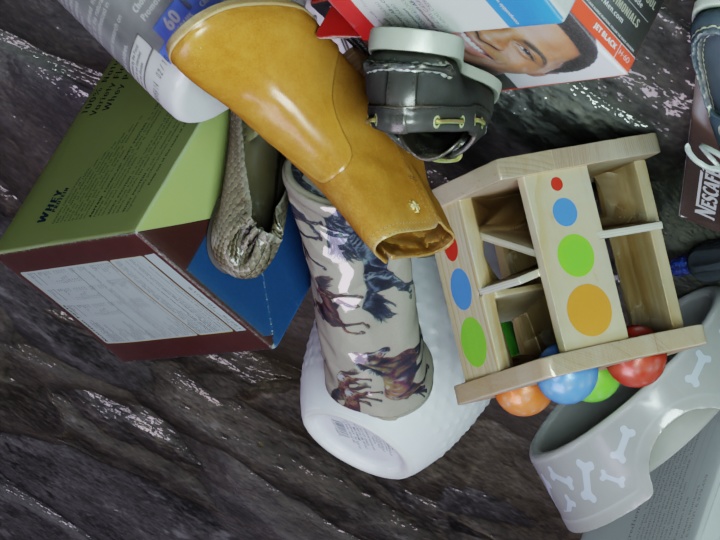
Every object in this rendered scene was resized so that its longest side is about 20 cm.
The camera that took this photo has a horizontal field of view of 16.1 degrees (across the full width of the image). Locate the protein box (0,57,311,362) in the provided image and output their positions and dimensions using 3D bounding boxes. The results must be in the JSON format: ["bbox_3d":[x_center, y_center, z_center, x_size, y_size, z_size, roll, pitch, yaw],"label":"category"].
[{"bbox_3d":[-0.115,-0.057,1.772,0.135,0.199,0.199,41,154,-26],"label":"protein box"}]

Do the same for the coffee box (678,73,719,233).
[{"bbox_3d":[0.251,-0.090,1.446,0.112,0.080,0.200,22,155,14],"label":"coffee box"}]

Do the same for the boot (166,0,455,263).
[{"bbox_3d":[-0.020,-0.077,1.496,0.071,0.145,0.201,-38,153,25],"label":"boot"}]

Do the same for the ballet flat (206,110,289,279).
[{"bbox_3d":[-0.061,-0.094,1.656,0.067,0.201,0.046,14,171,-31],"label":"ballet flat"}]

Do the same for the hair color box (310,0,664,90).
[{"bbox_3d":[0.073,-0.162,1.527,0.101,0.061,0.199,43,152,-29],"label":"hair color box"}]

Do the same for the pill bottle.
[{"bbox_3d":[-0.138,-0.197,1.572,0.200,0.114,0.114,44,160,16],"label":"pill bottle"}]

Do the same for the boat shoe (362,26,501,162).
[{"bbox_3d":[0.038,-0.094,1.476,0.071,0.061,0.201,5,175,12],"label":"boat shoe"}]

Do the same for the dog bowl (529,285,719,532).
[{"bbox_3d":[0.198,0.089,1.734,0.059,0.200,0.200,48,153,-7],"label":"dog bowl"}]

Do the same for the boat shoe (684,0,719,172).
[{"bbox_3d":[0.221,-0.064,1.357,0.075,0.062,0.200,10,147,37],"label":"boat shoe"}]

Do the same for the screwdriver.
[{"bbox_3d":[0.203,0.003,1.741,0.028,0.029,0.199,40,149,-24],"label":"screwdriver"}]

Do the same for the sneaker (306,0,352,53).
[{"bbox_3d":[-0.016,-0.151,1.636,0.072,0.073,0.200,0,142,51],"label":"sneaker"}]

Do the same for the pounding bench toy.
[{"bbox_3d":[0.111,0.016,1.668,0.124,0.157,0.200,-10,174,-28],"label":"pounding bench toy"}]

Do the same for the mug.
[{"bbox_3d":[0.036,0.067,1.879,0.147,0.176,0.200,23,156,13],"label":"mug"}]

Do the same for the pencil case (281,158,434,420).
[{"bbox_3d":[0.000,0.000,1.675,0.090,0.077,0.201,-113,10,-51],"label":"pencil case"}]

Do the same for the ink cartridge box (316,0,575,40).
[{"bbox_3d":[0.047,-0.196,1.419,0.199,0.117,0.067,0,144,47],"label":"ink cartridge box"}]

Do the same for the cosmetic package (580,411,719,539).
[{"bbox_3d":[0.281,0.181,1.827,0.167,0.167,0.200,28,157,-15],"label":"cosmetic package"}]
